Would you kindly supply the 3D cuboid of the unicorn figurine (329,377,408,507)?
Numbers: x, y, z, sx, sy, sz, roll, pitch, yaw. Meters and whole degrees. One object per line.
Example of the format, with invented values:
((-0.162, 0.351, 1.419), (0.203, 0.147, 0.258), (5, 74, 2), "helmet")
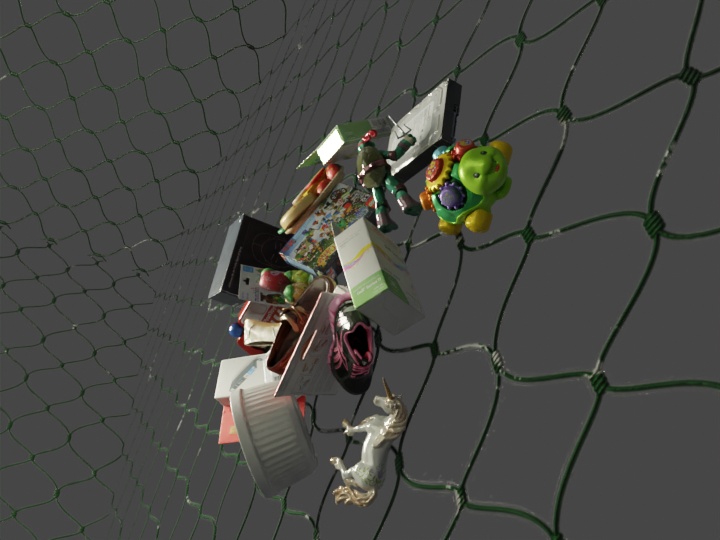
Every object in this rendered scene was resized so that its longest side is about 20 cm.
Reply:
((0.018, 0.263, 1.029), (0.137, 0.074, 0.201), (-8, 77, 53), "unicorn figurine")

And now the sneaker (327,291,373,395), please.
((-0.007, 0.137, 1.094), (0.095, 0.079, 0.201), (-126, 25, -53), "sneaker")

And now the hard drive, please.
((0.115, -0.258, 1.282), (0.200, 0.038, 0.140), (-29, 45, 55), "hard drive")

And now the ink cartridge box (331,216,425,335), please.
((0.026, -0.006, 1.106), (0.067, 0.117, 0.201), (-34, 47, 18), "ink cartridge box")

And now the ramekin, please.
((-0.152, 0.296, 1.213), (0.200, 0.105, 0.201), (160, 90, -84), "ramekin")

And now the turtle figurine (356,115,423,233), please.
((0.041, -0.180, 1.244), (0.150, 0.100, 0.201), (-44, 58, 50), "turtle figurine")

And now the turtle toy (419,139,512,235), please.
((0.159, -0.136, 1.001), (0.200, 0.101, 0.147), (1, 71, 65), "turtle toy")

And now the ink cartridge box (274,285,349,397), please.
((-0.065, 0.123, 1.169), (0.045, 0.176, 0.201), (32, 102, 35), "ink cartridge box")

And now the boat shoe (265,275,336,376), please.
((-0.110, 0.095, 1.203), (0.072, 0.072, 0.201), (28, 86, 30), "boat shoe")

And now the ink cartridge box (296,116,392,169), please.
((-0.036, -0.267, 1.490), (0.200, 0.145, 0.048), (-36, 77, 53), "ink cartridge box")

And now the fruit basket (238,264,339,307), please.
((-0.140, 0.031, 1.330), (0.185, 0.199, 0.094), (-110, 38, -68), "fruit basket")

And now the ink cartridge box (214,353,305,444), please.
((-0.208, 0.261, 1.396), (0.199, 0.045, 0.177), (-11, 52, 17), "ink cartridge box")

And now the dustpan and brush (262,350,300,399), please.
((-0.113, 0.185, 1.338), (0.199, 0.057, 0.140), (-22, 48, 9), "dustpan and brush")

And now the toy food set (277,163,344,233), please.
((-0.109, -0.156, 1.464), (0.200, 0.049, 0.198), (-52, 10, -11), "toy food set")

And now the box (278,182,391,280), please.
((-0.051, -0.078, 1.330), (0.136, 0.038, 0.200), (23, 66, 41), "box")

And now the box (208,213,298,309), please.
((-0.240, -0.002, 1.636), (0.124, 0.196, 0.201), (-21, 51, 59), "box")

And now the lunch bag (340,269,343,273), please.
((-0.068, -0.082, 1.486), (0.200, 0.082, 0.177), (5, 70, 67), "lunch bag")

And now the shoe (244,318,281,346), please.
((-0.156, 0.134, 1.345), (0.199, 0.070, 0.054), (3, 69, 35), "shoe")

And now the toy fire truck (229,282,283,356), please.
((-0.192, 0.120, 1.464), (0.200, 0.167, 0.112), (-54, 27, 31), "toy fire truck")
